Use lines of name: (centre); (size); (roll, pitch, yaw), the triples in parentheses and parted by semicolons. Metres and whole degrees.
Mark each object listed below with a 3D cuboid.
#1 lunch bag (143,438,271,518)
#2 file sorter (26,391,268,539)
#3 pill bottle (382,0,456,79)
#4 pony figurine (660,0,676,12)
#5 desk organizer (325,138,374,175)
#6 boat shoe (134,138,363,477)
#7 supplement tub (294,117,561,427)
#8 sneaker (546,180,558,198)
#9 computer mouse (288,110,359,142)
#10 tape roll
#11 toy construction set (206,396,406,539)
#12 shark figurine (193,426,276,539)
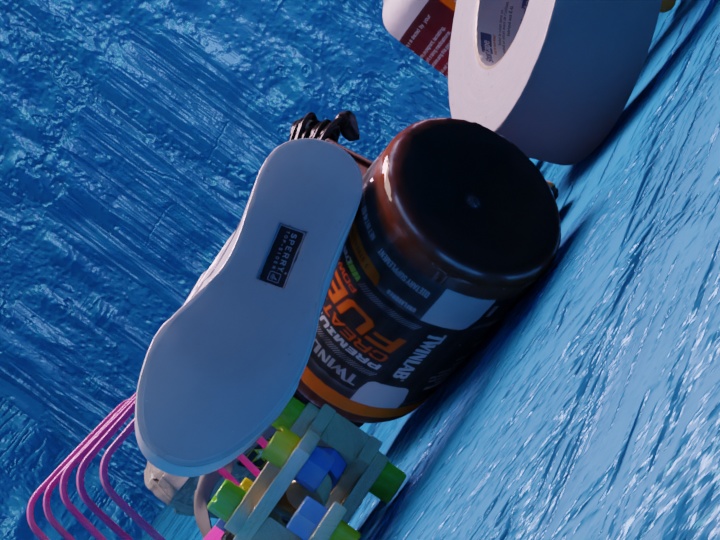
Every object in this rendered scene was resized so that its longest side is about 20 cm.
lunch bag: (-0.097, 0.120, 1.736); (0.164, 0.118, 0.200); (-52, -2, 12)
file sorter: (-0.118, 0.141, 1.321); (0.139, 0.125, 0.200); (-49, 6, -27)
pill bottle: (0.091, -0.187, 1.467); (0.113, 0.200, 0.113); (-54, 2, 3)
pony figurine: (0.211, -0.276, 1.347); (0.193, 0.166, 0.200); (117, 171, -52)
desk organizer: (0.000, 0.000, 1.361); (0.077, 0.072, 0.200); (-57, -17, -16)
boat shoe: (-0.052, 0.026, 1.003); (0.200, 0.074, 0.065); (-59, -6, -33)
supplement tub: (0.018, 0.014, 1.107); (0.200, 0.107, 0.107); (-52, 2, 47)
sneaker: (0.053, -0.021, 1.242); (0.075, 0.078, 0.200); (-53, -1, -31)
computer mouse: (-0.038, -0.041, 1.391); (0.141, 0.046, 0.200); (-65, -16, -3)
tape roll: (0.119, -0.169, 1.262); (0.200, 0.066, 0.200); (-169, 90, -75)
toy construction set: (-0.054, 0.139, 1.017); (0.200, 0.092, 0.131); (-39, 10, 34)
shark figurine: (-0.055, 0.119, 1.493); (0.214, 0.089, 0.128); (-46, -32, -6)
